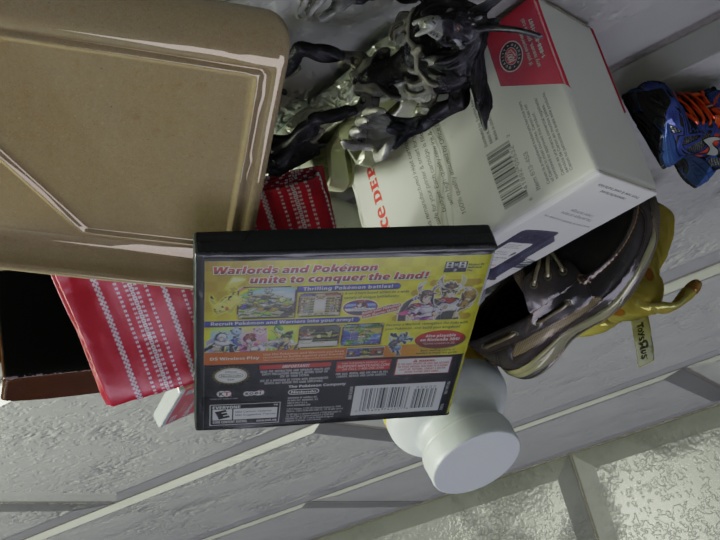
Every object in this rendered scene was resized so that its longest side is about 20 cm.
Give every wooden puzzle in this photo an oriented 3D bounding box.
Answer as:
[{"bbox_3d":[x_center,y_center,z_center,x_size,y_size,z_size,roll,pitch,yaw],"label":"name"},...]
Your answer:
[{"bbox_3d":[-0.148,-0.079,0.568,0.184,0.037,0.201,6,129,-12],"label":"wooden puzzle"}]

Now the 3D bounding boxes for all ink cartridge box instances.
[{"bbox_3d":[0.094,-0.078,0.695,0.084,0.145,0.200,10,148,-44],"label":"ink cartridge box"}]

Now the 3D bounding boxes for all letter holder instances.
[{"bbox_3d":[-0.245,0.067,0.896,0.199,0.101,0.142,-4,158,-25],"label":"letter holder"}]

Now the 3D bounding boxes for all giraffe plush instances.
[{"bbox_3d":[0.220,-0.019,0.935,0.172,0.200,0.162,-41,122,21],"label":"giraffe plush"}]

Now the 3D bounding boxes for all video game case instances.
[{"bbox_3d":[-0.103,0.095,0.931,0.199,0.018,0.143,-22,167,-26],"label":"video game case"},{"bbox_3d":[-0.018,0.044,0.662,0.199,0.026,0.181,-2,134,-12],"label":"video game case"}]

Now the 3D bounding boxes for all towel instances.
[{"bbox_3d":[-0.108,0.014,0.668,0.199,0.023,0.145,-15,117,-7],"label":"towel"}]

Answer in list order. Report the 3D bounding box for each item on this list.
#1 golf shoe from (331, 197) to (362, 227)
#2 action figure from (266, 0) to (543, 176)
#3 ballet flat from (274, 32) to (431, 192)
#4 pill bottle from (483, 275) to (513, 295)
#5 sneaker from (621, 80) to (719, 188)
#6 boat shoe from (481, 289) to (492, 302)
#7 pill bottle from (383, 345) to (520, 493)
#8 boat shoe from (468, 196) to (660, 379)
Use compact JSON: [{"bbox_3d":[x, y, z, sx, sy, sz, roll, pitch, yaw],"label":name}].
[{"bbox_3d":[0.000,0.000,0.774,0.075,0.200,0.091,-46,148,10],"label":"golf shoe"},{"bbox_3d":[0.005,-0.122,0.571,0.199,0.119,0.102,-19,180,31],"label":"action figure"},{"bbox_3d":[-0.013,-0.098,0.689,0.071,0.072,0.200,2,154,-37],"label":"ballet flat"},{"bbox_3d":[0.135,-0.051,0.795,0.200,0.112,0.112,-37,151,25],"label":"pill bottle"},{"bbox_3d":[0.288,-0.132,0.812,0.078,0.076,0.200,-36,159,25],"label":"sneaker"},{"bbox_3d":[0.159,0.033,0.867,0.072,0.068,0.200,-43,-168,-32],"label":"boat shoe"},{"bbox_3d":[0.063,0.094,0.837,0.111,0.200,0.112,-14,136,-14],"label":"pill bottle"},{"bbox_3d":[0.152,0.010,0.727,0.073,0.075,0.200,18,125,-24],"label":"boat shoe"}]
